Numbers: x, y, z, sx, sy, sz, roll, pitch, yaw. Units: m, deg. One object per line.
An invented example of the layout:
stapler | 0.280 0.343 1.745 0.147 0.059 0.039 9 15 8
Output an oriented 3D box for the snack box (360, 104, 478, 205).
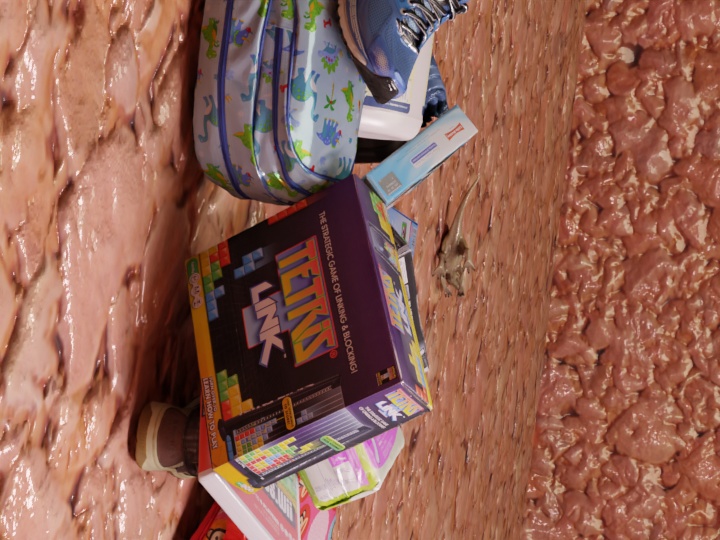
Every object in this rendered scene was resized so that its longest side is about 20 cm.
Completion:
snack box | 0.039 -0.095 1.620 0.116 0.037 0.200 -38 180 -14

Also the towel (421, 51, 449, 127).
towel | 0.030 -0.242 1.574 0.112 0.048 0.201 63 7 -80

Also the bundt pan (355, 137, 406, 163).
bundt pan | 0.026 -0.205 1.715 0.202 0.075 0.204 8 90 -75

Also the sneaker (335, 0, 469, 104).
sneaker | 0.038 -0.216 1.291 0.079 0.089 0.201 57 32 -43

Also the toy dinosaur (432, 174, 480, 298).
toy dinosaur | 0.130 -0.032 2.278 0.102 0.058 0.201 -87 -178 -49

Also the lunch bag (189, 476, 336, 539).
lunch bag | -0.091 0.243 1.454 0.201 0.081 0.177 -58 157 -34

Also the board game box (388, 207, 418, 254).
board game box | 0.020 0.004 1.881 0.200 0.036 0.153 27 72 -75

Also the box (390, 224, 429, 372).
box | 0.000 0.000 1.594 0.050 0.158 0.201 -28 145 -13

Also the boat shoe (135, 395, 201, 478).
boat shoe | -0.125 0.143 1.351 0.200 0.064 0.074 7 92 -75

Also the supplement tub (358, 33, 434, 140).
supplement tub | -0.004 -0.224 1.452 0.145 0.144 0.202 2 96 -75

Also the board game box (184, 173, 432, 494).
board game box | -0.045 0.047 1.249 0.057 0.165 0.201 42 27 -47

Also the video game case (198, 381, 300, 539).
video game case | -0.089 0.133 1.323 0.143 0.017 0.201 56 18 -38

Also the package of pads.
package of pads | -0.034 0.092 1.408 0.155 0.068 0.201 -41 109 -76

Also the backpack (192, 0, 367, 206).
backpack | -0.065 -0.153 1.302 0.163 0.153 0.201 19 93 -67
